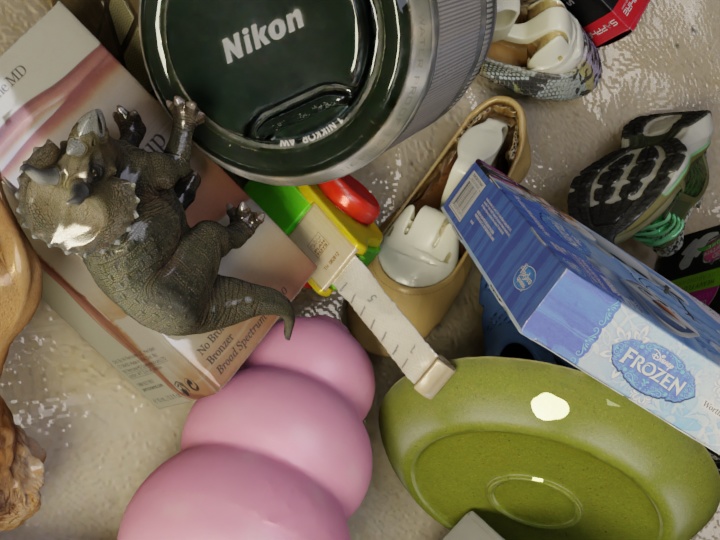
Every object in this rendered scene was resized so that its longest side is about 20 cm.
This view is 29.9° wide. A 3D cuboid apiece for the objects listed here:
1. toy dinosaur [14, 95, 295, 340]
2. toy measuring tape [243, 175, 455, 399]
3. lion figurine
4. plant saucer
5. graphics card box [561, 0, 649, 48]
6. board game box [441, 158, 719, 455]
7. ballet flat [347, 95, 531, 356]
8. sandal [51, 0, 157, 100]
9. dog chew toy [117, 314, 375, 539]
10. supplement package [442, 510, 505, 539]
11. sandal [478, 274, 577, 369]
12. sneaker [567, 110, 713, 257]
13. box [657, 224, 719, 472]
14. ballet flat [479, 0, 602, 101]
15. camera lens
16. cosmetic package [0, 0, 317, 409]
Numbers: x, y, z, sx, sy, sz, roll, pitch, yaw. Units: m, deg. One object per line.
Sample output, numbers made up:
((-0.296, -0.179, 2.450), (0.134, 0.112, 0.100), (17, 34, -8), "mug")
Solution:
((-0.102, -0.017, 0.659), (0.102, 0.077, 0.200), (-61, 143, -30), "toy dinosaur")
((0.000, 0.000, 0.784), (0.073, 0.074, 0.200), (-19, 53, -33), "toy measuring tape")
((-0.188, 0.032, 0.644), (0.072, 0.200, 0.122), (-24, 58, -38), "lion figurine")
((0.102, 0.121, 0.769), (0.200, 0.200, 0.031), (36, 52, -20), "plant saucer")
((0.140, -0.272, 0.976), (0.200, 0.051, 0.126), (41, 61, -18), "graphics card box")
((0.152, 0.029, 0.750), (0.199, 0.200, 0.043), (32, 103, -18), "board game box")
((0.049, -0.036, 0.854), (0.068, 0.063, 0.200), (24, 58, 13), "ballet flat")
((-0.151, -0.194, 0.776), (0.054, 0.080, 0.200), (-29, 90, -54), "sandal")
((-0.050, 0.110, 0.735), (0.124, 0.124, 0.200), (35, 54, -20), "dog chew toy")
((0.098, 0.269, 0.737), (0.200, 0.151, 0.152), (45, 86, -15), "supplement package")
((0.107, 0.053, 0.848), (0.087, 0.079, 0.201), (44, 44, -66), "sandal")
((0.207, -0.046, 0.933), (0.200, 0.077, 0.089), (-40, 117, -50), "sneaker")
((0.297, 0.048, 0.906), (0.124, 0.200, 0.149), (33, 63, -22), "box")
((0.100, -0.163, 0.916), (0.200, 0.072, 0.072), (12, 73, -29), "ballet flat")
((-0.016, -0.141, 0.744), (0.160, 0.160, 0.200), (61, 24, -5), "camera lens")
((-0.134, -0.031, 0.730), (0.200, 0.087, 0.103), (45, 61, -15), "cosmetic package")
